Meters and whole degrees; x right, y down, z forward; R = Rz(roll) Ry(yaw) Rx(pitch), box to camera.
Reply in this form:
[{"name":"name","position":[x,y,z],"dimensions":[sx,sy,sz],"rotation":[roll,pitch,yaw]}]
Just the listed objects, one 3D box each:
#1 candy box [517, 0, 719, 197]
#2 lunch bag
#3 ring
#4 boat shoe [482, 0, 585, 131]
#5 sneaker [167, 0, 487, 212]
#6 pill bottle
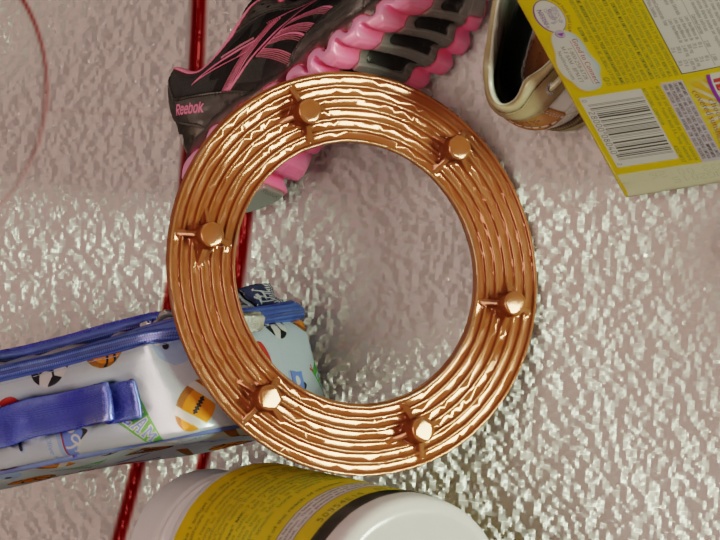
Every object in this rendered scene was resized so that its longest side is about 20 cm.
[{"name":"candy box","position":[0.134,-0.116,1.393],"dimensions":[0.102,0.200,0.027],"rotation":[-10,43,27]},{"name":"lunch bag","position":[-0.125,0.063,1.527],"dimensions":[0.199,0.160,0.076],"rotation":[-15,85,28]},{"name":"ring","position":[0.000,0.000,1.463],"dimensions":[0.019,0.199,0.202],"rotation":[-17,82,65]},{"name":"boat shoe","position":[0.114,-0.163,1.453],"dimensions":[0.074,0.068,0.201],"rotation":[21,101,25]},{"name":"sneaker","position":[-0.024,-0.119,1.534],"dimensions":[0.200,0.079,0.096],"rotation":[-35,56,20]},{"name":"pill bottle","position":[-0.028,0.156,1.478],"dimensions":[0.200,0.114,0.115],"rotation":[7,96,56]}]
